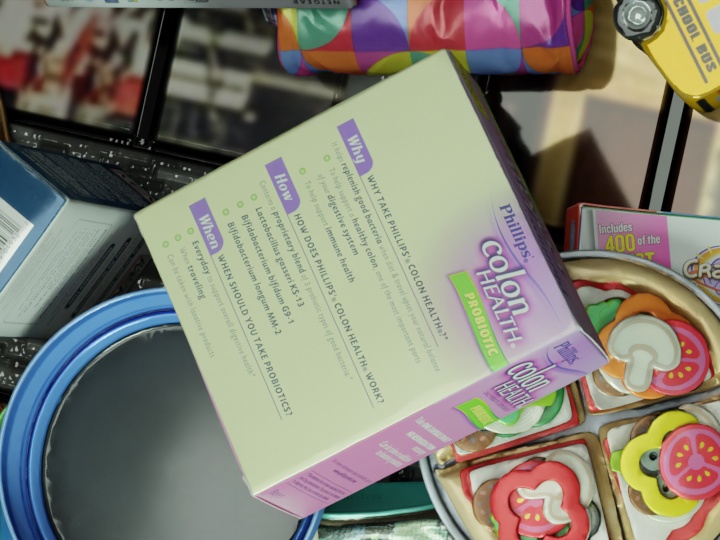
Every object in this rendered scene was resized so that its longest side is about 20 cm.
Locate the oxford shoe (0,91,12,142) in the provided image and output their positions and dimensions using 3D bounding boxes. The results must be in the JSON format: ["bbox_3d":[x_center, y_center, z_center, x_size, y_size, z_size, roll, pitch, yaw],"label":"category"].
[{"bbox_3d":[-0.265,-0.094,1.714,0.071,0.071,0.201,-33,78,13],"label":"oxford shoe"}]

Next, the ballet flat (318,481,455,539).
[{"bbox_3d":[0.063,0.156,1.616,0.199,0.074,0.075,-4,86,10],"label":"ballet flat"}]

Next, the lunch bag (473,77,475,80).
[{"bbox_3d":[0.000,0.000,1.607,0.199,0.124,0.171,-22,87,19],"label":"lunch bag"}]

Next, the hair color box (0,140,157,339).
[{"bbox_3d":[-0.189,-0.015,1.620,0.060,0.200,0.100,39,97,13],"label":"hair color box"}]

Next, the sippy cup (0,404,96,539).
[{"bbox_3d":[-0.161,0.166,1.647,0.129,0.140,0.179,-6,127,5],"label":"sippy cup"}]

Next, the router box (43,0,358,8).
[{"bbox_3d":[-0.086,-0.243,1.637,0.199,0.049,0.180,2,56,16],"label":"router box"}]

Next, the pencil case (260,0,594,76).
[{"bbox_3d":[0.041,-0.159,1.624,0.199,0.088,0.089,2,88,13],"label":"pencil case"}]

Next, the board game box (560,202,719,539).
[{"bbox_3d":[0.189,0.068,1.561,0.152,0.040,0.201,6,86,-8],"label":"board game box"}]

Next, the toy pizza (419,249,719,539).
[{"bbox_3d":[0.130,0.088,1.513,0.199,0.032,0.202,0,86,1],"label":"toy pizza"}]

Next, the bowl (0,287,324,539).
[{"bbox_3d":[-0.110,0.111,1.559,0.199,0.039,0.202,-2,79,13],"label":"bowl"}]

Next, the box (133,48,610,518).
[{"bbox_3d":[0.006,0.010,1.476,0.199,0.097,0.177,-28,72,9],"label":"box"}]

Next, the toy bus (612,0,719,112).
[{"bbox_3d":[0.174,-0.193,1.598,0.078,0.065,0.201,-28,80,12],"label":"toy bus"}]

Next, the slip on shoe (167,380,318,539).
[{"bbox_3d":[-0.091,0.100,1.614,0.060,0.076,0.201,-20,68,-22],"label":"slip on shoe"}]

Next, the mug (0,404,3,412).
[{"bbox_3d":[-0.304,0.141,1.644,0.133,0.200,0.179,-14,83,14],"label":"mug"}]
